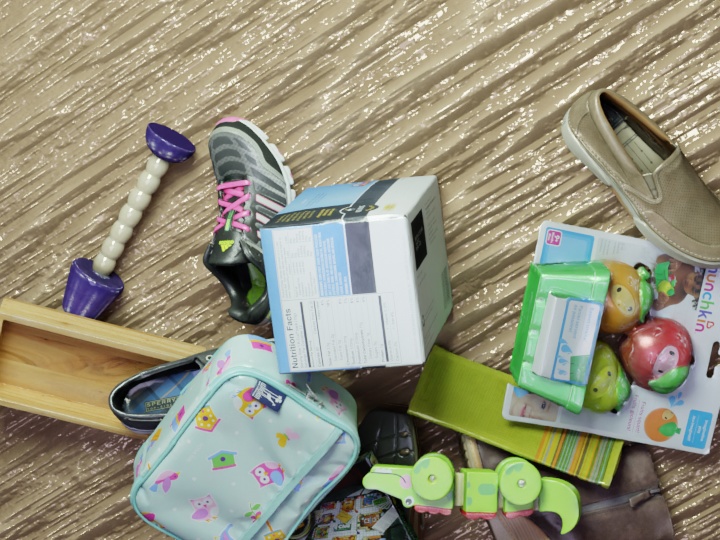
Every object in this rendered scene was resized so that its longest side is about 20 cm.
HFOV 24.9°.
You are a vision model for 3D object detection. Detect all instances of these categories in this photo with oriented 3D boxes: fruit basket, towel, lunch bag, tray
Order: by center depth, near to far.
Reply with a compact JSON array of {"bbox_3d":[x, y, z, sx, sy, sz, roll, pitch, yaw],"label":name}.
[{"bbox_3d":[-0.098,0.165,1.450,0.160,0.077,0.200,34,112,-16],"label":"lunch bag"},{"bbox_3d":[0.240,0.064,1.467,0.198,0.094,0.188,12,100,1],"label":"fruit basket"},{"bbox_3d":[0.147,0.134,1.504,0.198,0.086,0.018,20,135,6],"label":"towel"},{"bbox_3d":[-0.256,0.098,1.561,0.198,0.037,0.100,14,116,-8],"label":"tray"}]

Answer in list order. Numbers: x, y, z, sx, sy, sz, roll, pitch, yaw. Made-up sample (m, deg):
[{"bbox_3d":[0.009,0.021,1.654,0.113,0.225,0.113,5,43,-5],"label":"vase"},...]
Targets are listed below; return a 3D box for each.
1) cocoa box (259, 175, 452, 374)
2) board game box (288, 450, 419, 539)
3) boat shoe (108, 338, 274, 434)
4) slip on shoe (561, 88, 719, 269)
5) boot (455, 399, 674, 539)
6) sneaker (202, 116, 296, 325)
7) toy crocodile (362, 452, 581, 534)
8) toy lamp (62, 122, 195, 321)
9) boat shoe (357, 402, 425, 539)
[{"bbox_3d":[0.000,0.000,1.440,0.130,0.200,0.135,-5,102,11],"label":"cocoa box"},{"bbox_3d":[-0.050,0.254,1.526,0.199,0.023,0.106,-26,96,21],"label":"board game box"},{"bbox_3d":[-0.140,0.103,1.496,0.198,0.066,0.071,-12,72,12],"label":"boat shoe"},{"bbox_3d":[0.265,-0.083,1.437,0.200,0.061,0.076,47,62,4],"label":"slip on shoe"},{"bbox_3d":[0.188,0.191,1.527,0.165,0.072,0.202,-21,84,-3],"label":"boot"},{"bbox_3d":[-0.106,-0.039,1.501,0.073,0.087,0.202,-4,104,37],"label":"sneaker"},{"bbox_3d":[0.100,0.197,1.455,0.197,0.068,0.063,4,87,0],"label":"toy crocodile"},{"bbox_3d":[-0.225,-0.041,1.546,0.058,0.058,0.201,29,105,3],"label":"toy lamp"},{"bbox_3d":[0.027,0.223,1.548,0.075,0.074,0.203,8,104,20],"label":"boat shoe"}]
